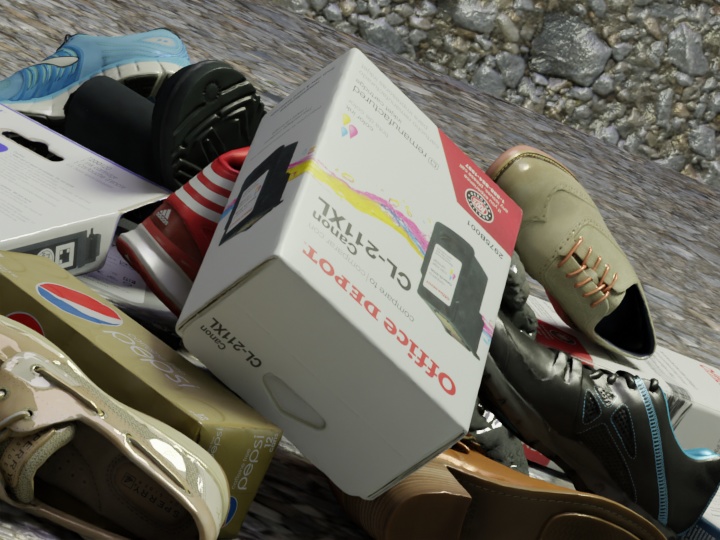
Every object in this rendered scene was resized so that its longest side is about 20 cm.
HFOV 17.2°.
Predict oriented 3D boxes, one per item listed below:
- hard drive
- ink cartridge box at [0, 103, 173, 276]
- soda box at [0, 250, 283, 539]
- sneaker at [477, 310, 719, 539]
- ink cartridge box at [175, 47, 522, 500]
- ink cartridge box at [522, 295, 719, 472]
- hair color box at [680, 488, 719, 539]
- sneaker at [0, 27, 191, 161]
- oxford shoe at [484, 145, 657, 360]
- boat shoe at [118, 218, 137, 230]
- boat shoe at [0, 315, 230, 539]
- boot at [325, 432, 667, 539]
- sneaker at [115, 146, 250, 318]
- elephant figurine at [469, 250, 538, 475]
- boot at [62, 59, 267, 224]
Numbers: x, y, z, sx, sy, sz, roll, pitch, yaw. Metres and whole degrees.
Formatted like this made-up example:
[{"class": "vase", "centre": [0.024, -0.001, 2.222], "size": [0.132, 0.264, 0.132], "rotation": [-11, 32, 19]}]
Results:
[{"class": "hard drive", "centre": [-0.176, 0.001, 1.478], "size": [0.139, 0.038, 0.200], "rotation": [24, 11, -8]}, {"class": "ink cartridge box", "centre": [-0.244, -0.045, 1.379], "size": [0.197, 0.044, 0.199], "rotation": [28, 29, 33]}, {"class": "soda box", "centre": [-0.135, 0.061, 1.229], "size": [0.199, 0.064, 0.067], "rotation": [33, 14, 36]}, {"class": "sneaker", "centre": [0.129, 0.079, 1.390], "size": [0.200, 0.082, 0.073], "rotation": [46, -2, -16]}, {"class": "ink cartridge box", "centre": [0.000, 0.000, 1.283], "size": [0.146, 0.083, 0.201], "rotation": [43, 34, -19]}, {"class": "ink cartridge box", "centre": [0.176, 0.095, 1.670], "size": [0.199, 0.084, 0.144], "rotation": [20, 12, -16]}, {"class": "hair color box", "centre": [0.230, 0.184, 1.442], "size": [0.100, 0.061, 0.200], "rotation": [15, 15, -43]}, {"class": "sneaker", "centre": [-0.202, -0.113, 1.625], "size": [0.198, 0.079, 0.090], "rotation": [-13, 40, 11]}, {"class": "oxford shoe", "centre": [0.144, -0.011, 1.563], "size": [0.074, 0.071, 0.200], "rotation": [42, -1, 44]}, {"class": "boat shoe", "centre": [-0.122, -0.022, 1.647], "size": [0.200, 0.072, 0.071], "rotation": [38, 6, 11]}, {"class": "boat shoe", "centre": [-0.153, 0.077, 1.112], "size": [0.199, 0.072, 0.065], "rotation": [30, 10, -3]}, {"class": "boot", "centre": [0.070, 0.124, 1.349], "size": [0.199, 0.074, 0.155], "rotation": [20, 11, -25]}, {"class": "sneaker", "centre": [-0.050, 0.003, 1.409], "size": [0.078, 0.115, 0.200], "rotation": [47, 0, 34]}, {"class": "elephant figurine", "centre": [0.045, 0.062, 1.475], "size": [0.154, 0.143, 0.200], "rotation": [-2, 25, 10]}, {"class": "boot", "centre": [-0.128, -0.078, 1.484], "size": [0.168, 0.076, 0.201], "rotation": [33, -25, 33]}]
